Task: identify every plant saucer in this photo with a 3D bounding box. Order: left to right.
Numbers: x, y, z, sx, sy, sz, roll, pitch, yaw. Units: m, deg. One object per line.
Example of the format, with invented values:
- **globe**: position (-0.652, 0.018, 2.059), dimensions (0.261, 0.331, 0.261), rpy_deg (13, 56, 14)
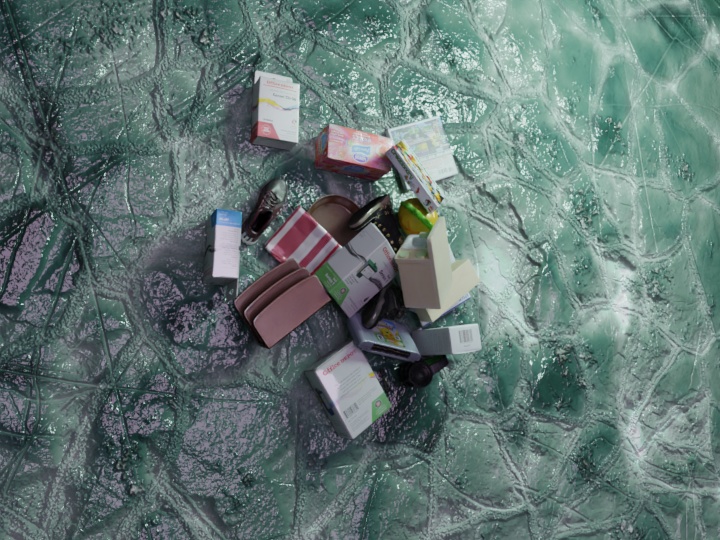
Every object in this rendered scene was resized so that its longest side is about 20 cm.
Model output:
- **plant saucer**: position (-0.067, -0.102, 1.759), dimensions (0.195, 0.034, 0.207), rpy_deg (4, 81, -26)

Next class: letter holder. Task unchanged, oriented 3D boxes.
- **letter holder**: position (-0.197, 0.073, 1.610), dimensions (0.198, 0.100, 0.144), rpy_deg (-37, 102, -20)

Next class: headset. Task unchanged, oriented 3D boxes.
- **headset**: position (0.144, 0.267, 1.755), dimensions (0.196, 0.123, 0.096), rpy_deg (-26, 90, -20)

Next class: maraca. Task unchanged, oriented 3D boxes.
- **maraca**: position (0.162, -0.143, 1.795), dimensions (0.136, 0.200, 0.108), rpy_deg (38, 92, -4)

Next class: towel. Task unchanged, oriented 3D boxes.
- **towel**: position (-0.134, -0.047, 1.688), dimensions (0.200, 0.023, 0.144), rpy_deg (43, 92, -14)

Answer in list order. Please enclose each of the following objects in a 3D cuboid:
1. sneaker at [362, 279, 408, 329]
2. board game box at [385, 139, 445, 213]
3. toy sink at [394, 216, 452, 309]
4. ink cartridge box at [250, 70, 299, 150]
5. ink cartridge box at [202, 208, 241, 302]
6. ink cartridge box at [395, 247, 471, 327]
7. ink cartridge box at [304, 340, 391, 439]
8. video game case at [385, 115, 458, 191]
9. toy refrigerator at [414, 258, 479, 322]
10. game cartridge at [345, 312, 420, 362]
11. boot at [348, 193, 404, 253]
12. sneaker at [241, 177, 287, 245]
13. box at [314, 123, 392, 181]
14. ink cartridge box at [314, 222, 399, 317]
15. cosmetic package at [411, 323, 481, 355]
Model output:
- **sneaker**: position (0.073, 0.104, 1.736), dimensions (0.114, 0.076, 0.201), rpy_deg (44, 33, -11)
- **board game box**: position (0.152, -0.257, 1.764), dimensions (0.202, 0.034, 0.126), rpy_deg (53, 25, -5)
- **toy sink**: position (0.162, -0.023, 1.684), dimensions (0.131, 0.109, 0.205), rpy_deg (-56, 141, -51)
- **ink cartridge box**: position (-0.224, -0.435, 1.717), dimensions (0.113, 0.067, 0.207), rpy_deg (5, 79, -25)
- **ink cartridge box**: position (-0.335, -0.033, 1.569), dimensions (0.065, 0.115, 0.207), rpy_deg (6, 78, -24)
- **ink cartridge box**: position (0.202, 0.030, 1.866), dimensions (0.196, 0.040, 0.205), rpy_deg (-26, 94, -26)
- **ink cartridge box**: position (-0.033, 0.305, 1.678), dimensions (0.144, 0.087, 0.204), rpy_deg (-32, 97, -28)
- **video game case**: position (0.183, -0.349, 1.931), dimensions (0.196, 0.023, 0.187), rpy_deg (-19, 90, -27)
- **toy refrigerator**: position (0.235, 0.055, 1.819), dimensions (0.198, 0.069, 0.077), rpy_deg (-37, 104, -23)
- **game cartridge**: position (0.059, 0.174, 1.725), dimensions (0.196, 0.134, 0.041), rpy_deg (17, 113, -30)
- **boot**: position (0.050, -0.107, 1.765), dimensions (0.200, 0.072, 0.154), rpy_deg (-45, 115, -55)
- **sneaker**: position (-0.229, -0.158, 1.642), dimensions (0.075, 0.115, 0.204), rpy_deg (33, 69, -17)
- **box**: position (-0.018, -0.321, 1.782), dimensions (0.195, 0.102, 0.098), rpy_deg (8, 78, -26)
- **ink cartridge box**: position (0.000, 0.000, 1.675), dimensions (0.199, 0.085, 0.147), rpy_deg (-41, 142, -3)
- **cosmetic package**: position (0.230, 0.190, 1.763), dimensions (0.099, 0.199, 0.077), rpy_deg (-3, 82, -25)
